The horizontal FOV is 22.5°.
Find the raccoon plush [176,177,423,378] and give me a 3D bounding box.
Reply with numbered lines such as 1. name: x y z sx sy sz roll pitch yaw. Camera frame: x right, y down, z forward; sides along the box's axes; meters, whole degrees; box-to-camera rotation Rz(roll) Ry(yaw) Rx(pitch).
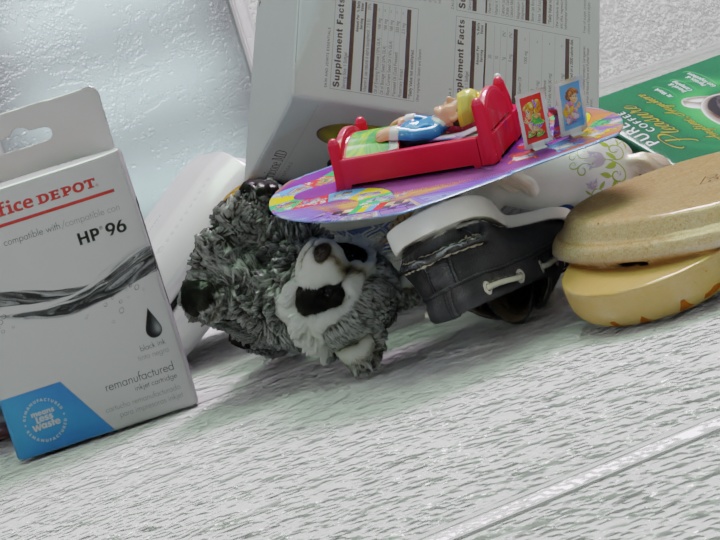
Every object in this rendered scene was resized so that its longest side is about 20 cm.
1. raccoon plush: -0.017 0.020 1.070 0.133 0.097 0.200 26 -4 18

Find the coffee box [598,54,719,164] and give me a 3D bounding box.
1. coffee box: 0.257 -0.101 1.264 0.199 0.044 0.123 -21 37 -28

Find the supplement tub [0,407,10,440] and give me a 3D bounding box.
1. supplement tub: -0.259 0.059 1.229 0.106 0.108 0.200 -19 5 -16

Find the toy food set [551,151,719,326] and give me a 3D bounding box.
1. toy food set: 0.198 -0.028 0.952 0.196 0.049 0.200 -15 8 6

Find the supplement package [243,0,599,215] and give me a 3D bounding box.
1. supplement package: 0.038 -0.137 1.190 0.198 0.152 0.152 8 -20 -13

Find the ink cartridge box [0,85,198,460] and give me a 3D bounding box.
1. ink cartridge box: -0.182 -0.001 1.097 0.115 0.202 0.068 -18 6 -6

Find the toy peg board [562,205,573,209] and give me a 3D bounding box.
1. toy peg board: 0.093 -0.062 1.359 0.197 0.099 0.200 -16 6 13

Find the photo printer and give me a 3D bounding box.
1. photo printer: -0.129 -0.008 1.326 0.167 0.069 0.200 -56 12 -5

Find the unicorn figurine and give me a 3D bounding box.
1. unicorn figurine: 0.099 -0.049 1.115 0.198 0.074 0.138 -15 -20 -3

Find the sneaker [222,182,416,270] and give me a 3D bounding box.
1. sneaker: 0.000 0.000 1.217 0.198 0.089 0.075 5 -25 -9

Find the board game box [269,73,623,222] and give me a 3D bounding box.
1. board game box: 0.041 -0.077 0.990 0.199 0.039 0.158 -20 16 -22

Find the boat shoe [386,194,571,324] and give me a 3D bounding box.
1. boat shoe: 0.079 0.000 1.002 0.073 0.061 0.200 -25 -12 19
